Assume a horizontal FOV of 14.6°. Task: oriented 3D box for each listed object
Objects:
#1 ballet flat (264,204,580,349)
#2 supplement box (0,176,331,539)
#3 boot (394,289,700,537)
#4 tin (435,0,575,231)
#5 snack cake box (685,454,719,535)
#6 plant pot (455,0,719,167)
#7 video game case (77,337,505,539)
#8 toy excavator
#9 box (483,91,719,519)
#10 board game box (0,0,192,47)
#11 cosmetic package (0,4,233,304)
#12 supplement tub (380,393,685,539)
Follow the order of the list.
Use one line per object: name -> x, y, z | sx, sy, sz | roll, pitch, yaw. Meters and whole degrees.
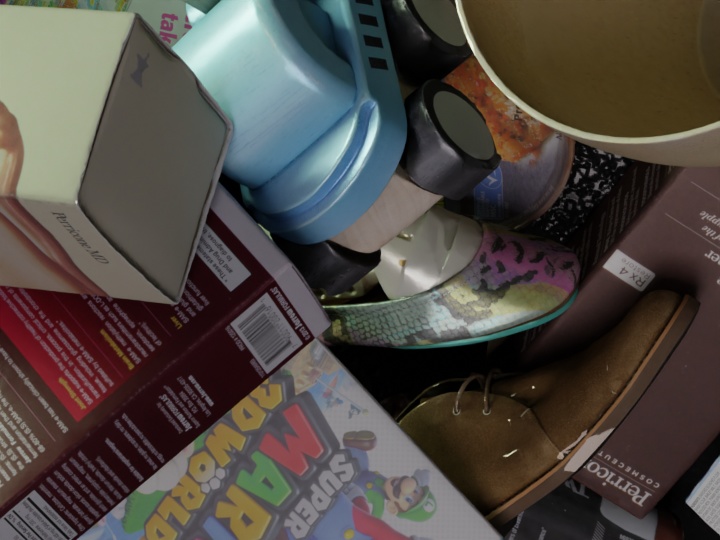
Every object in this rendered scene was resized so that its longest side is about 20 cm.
ballet flat -> 0.000, 0.000, 1.282 | 0.200, 0.069, 0.071 | -7, 125, 30
supplement box -> -0.124, 0.041, 1.170 | 0.200, 0.109, 0.061 | -40, 148, -5
boot -> 0.067, 0.068, 1.259 | 0.075, 0.074, 0.200 | 47, 109, 5
tin -> 0.041, -0.106, 1.262 | 0.112, 0.042, 0.200 | 1, 122, 6
snack cake box -> 0.242, 0.076, 1.265 | 0.115, 0.067, 0.200 | 45, 141, 13
plant pot -> 0.156, -0.126, 1.156 | 0.200, 0.201, 0.134 | -24, 152, 24
video game case -> -0.050, 0.100, 1.221 | 0.143, 0.018, 0.200 | -43, 92, -7
toy excavator -> -0.054, -0.112, 1.187 | 0.200, 0.195, 0.100 | 25, 129, -39
box -> 0.147, 0.010, 1.293 | 0.100, 0.075, 0.200 | 30, 124, -9
board game box -> -0.129, -0.104, 1.297 | 0.134, 0.034, 0.200 | 14, 123, 3
cosmetic package -> -0.167, -0.051, 1.140 | 0.200, 0.087, 0.103 | 5, 157, 26
supplement tub -> 0.049, 0.127, 1.364 | 0.200, 0.107, 0.107 | 25, 123, -5
